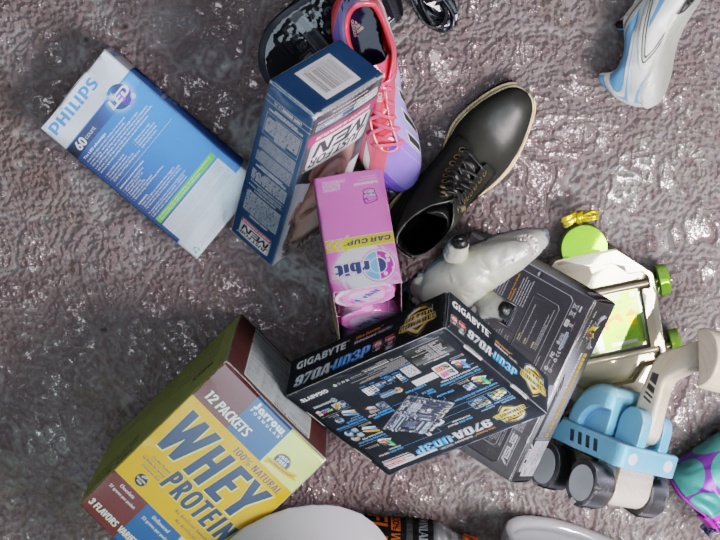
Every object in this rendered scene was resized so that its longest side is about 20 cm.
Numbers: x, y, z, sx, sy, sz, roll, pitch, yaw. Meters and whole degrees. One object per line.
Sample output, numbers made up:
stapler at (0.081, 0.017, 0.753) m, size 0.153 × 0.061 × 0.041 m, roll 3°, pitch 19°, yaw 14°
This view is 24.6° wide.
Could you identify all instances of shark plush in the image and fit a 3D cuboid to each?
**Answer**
shark plush at (0.099, 0.011, 1.602) m, size 0.091 × 0.200 × 0.083 m, roll 48°, pitch 52°, yaw -3°

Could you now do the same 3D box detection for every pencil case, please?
pencil case at (0.414, 0.185, 1.673) m, size 0.199 × 0.093 × 0.085 m, roll -35°, pitch 134°, yaw 4°

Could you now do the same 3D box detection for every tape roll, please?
tape roll at (-0.053, 0.319, 1.546) m, size 0.201 × 0.071 × 0.204 m, roll -10°, pitch 124°, yaw -15°

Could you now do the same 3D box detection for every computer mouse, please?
computer mouse at (-0.015, -0.245, 1.614) m, size 0.200 × 0.053 × 0.139 m, roll -37°, pitch 107°, yaw -2°

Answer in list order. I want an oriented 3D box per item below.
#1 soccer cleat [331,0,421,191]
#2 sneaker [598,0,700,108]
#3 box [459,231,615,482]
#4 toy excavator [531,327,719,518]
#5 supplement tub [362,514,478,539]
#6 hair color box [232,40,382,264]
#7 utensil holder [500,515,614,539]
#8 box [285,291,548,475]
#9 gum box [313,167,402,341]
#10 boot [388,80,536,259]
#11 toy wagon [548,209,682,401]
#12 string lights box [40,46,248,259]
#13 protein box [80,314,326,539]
soccer cleat at (0.015, -0.168, 1.568) m, size 0.066 × 0.076 × 0.201 m, roll -14°, pitch 103°, yaw -5°
sneaker at (0.293, -0.258, 1.605) m, size 0.072 × 0.072 × 0.201 m, roll 25°, pitch 93°, yaw 22°
box at (0.139, 0.085, 1.634) m, size 0.158 × 0.048 × 0.201 m, roll 30°, pitch 101°, yaw 32°
toy excavator at (0.274, 0.142, 1.620) m, size 0.099 × 0.194 × 0.201 m, roll 13°, pitch 92°, yaw -32°
supplement tub at (0.018, 0.311, 1.680) m, size 0.198 × 0.123 × 0.123 m, roll 3°, pitch 101°, yaw -2°
hair color box at (-0.052, -0.109, 1.552) m, size 0.060 × 0.100 × 0.201 m, roll 40°, pitch 140°, yaw 18°
utensil holder at (0.194, 0.376, 1.674) m, size 0.169 × 0.170 × 0.201 m, roll 17°, pitch 103°, yaw -4°
box at (0.053, 0.111, 1.561) m, size 0.199 × 0.046 × 0.159 m, roll -26°, pitch 130°, yaw 33°
gum box at (0.000, 0.000, 1.557) m, size 0.066 × 0.200 × 0.114 m, roll -9°, pitch 69°, yaw -2°
boot at (0.104, -0.091, 1.597) m, size 0.077 × 0.138 × 0.200 m, roll 37°, pitch 98°, yaw -7°
toy wagon at (0.239, 0.034, 1.672) m, size 0.154 × 0.040 × 0.201 m, roll -12°, pitch 100°, yaw 1°
string lights box at (-0.204, -0.117, 1.630) m, size 0.200 × 0.059 × 0.103 m, roll 41°, pitch 97°, yaw -7°
protein box at (-0.146, 0.177, 1.613) m, size 0.198 × 0.200 × 0.135 m, roll -44°, pitch 98°, yaw 7°
